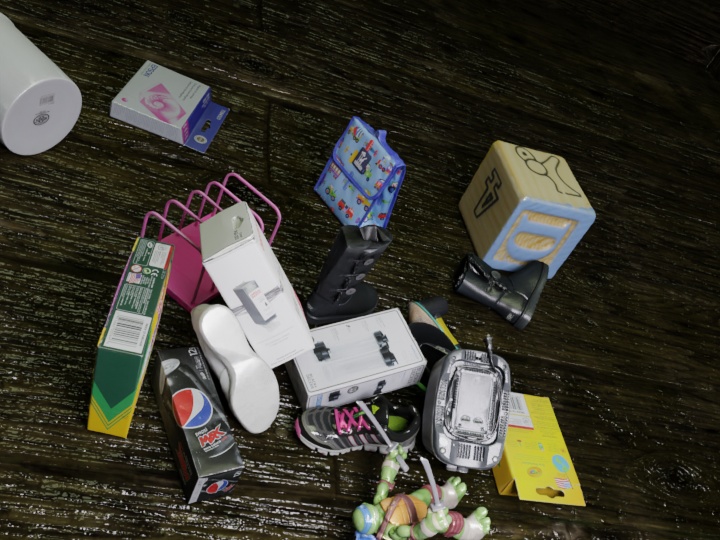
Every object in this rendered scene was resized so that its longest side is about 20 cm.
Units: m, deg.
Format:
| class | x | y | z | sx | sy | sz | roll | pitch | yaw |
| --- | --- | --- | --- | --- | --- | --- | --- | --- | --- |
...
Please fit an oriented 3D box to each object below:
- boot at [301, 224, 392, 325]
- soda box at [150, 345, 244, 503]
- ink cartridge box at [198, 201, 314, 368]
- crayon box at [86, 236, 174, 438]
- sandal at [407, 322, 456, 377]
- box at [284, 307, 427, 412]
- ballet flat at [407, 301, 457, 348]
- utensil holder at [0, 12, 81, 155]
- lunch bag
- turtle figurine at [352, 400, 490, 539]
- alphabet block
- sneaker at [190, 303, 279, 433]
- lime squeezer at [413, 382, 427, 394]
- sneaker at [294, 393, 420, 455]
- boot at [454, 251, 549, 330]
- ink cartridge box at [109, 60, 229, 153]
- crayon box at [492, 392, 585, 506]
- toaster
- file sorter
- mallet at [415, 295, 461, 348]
| class | x | y | z | sx | sy | sz | roll | pitch | yaw |
| --- | --- | --- | --- | --- | --- | --- | --- | --- | --- |
| boot | -0.001 | 0.000 | 1.210 | 0.164 | 0.201 | 0.066 | -17 | 56 | -41 |
| soda box | -0.222 | 0.200 | 0.966 | 0.063 | 0.071 | 0.201 | -5 | 48 | -33 |
| ink cartridge box | -0.153 | 0.020 | 1.054 | 0.084 | 0.201 | 0.146 | -25 | 29 | -2 |
| crayon box | -0.303 | 0.087 | 0.962 | 0.058 | 0.173 | 0.201 | 13 | 41 | -11 |
| sandal | 0.139 | 0.159 | 1.193 | 0.200 | 0.076 | 0.043 | 45 | 5 | 19 |
| box | -0.010 | 0.140 | 1.128 | 0.198 | 0.060 | 0.117 | -14 | 52 | -21 |
| ballet flat | 0.130 | 0.139 | 1.249 | 0.067 | 0.068 | 0.200 | -36 | 65 | -15 |
| utensil holder | -0.607 | -0.320 | 1.241 | 0.200 | 0.171 | 0.170 | 41 | 41 | 12 |
| lunch bag | 0.011 | -0.192 | 1.428 | 0.094 | 0.201 | 0.151 | -14 | 53 | -40 |
| turtle figurine | 0.089 | 0.293 | 0.969 | 0.193 | 0.143 | 0.202 | 18 | 75 | -38 |
| alphabet block | 0.353 | -0.130 | 1.564 | 0.194 | 0.197 | 0.201 | 11 | 41 | -21 |
| sneaker | -0.181 | 0.134 | 1.025 | 0.075 | 0.088 | 0.202 | -30 | 109 | -29 |
| lime squeezer | 0.050 | 0.188 | 1.177 | 0.198 | 0.038 | 0.071 | 6 | 75 | -25 |
| sneaker | 0.004 | 0.221 | 1.062 | 0.198 | 0.088 | 0.074 | 10 | 42 | -20 |
| boot | 0.284 | 0.010 | 1.464 | 0.167 | 0.077 | 0.201 | 33 | 45 | 1 |
| ink cartridge box | -0.383 | -0.341 | 1.490 | 0.198 | 0.044 | 0.197 | 20 | 39 | -7 |
| crayon box | 0.270 | 0.293 | 1.167 | 0.126 | 0.051 | 0.201 | 12 | 41 | -19 |
| toaster | 0.156 | 0.201 | 1.095 | 0.112 | 0.129 | 0.202 | 9 | 77 | -6 |
| file sorter | -0.247 | -0.057 | 1.190 | 0.139 | 0.126 | 0.200 | 38 | 40 | 12 |
| mallet | 0.158 | 0.131 | 1.296 | 0.065 | 0.041 | 0.201 | -3 | 52 | -33 |
